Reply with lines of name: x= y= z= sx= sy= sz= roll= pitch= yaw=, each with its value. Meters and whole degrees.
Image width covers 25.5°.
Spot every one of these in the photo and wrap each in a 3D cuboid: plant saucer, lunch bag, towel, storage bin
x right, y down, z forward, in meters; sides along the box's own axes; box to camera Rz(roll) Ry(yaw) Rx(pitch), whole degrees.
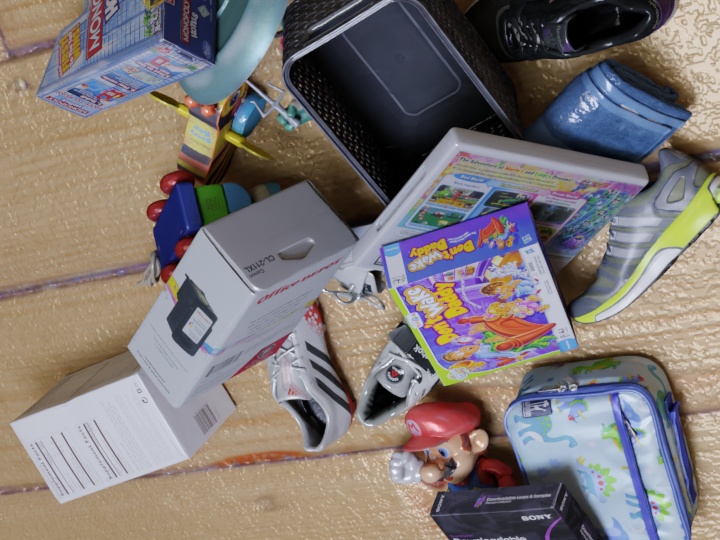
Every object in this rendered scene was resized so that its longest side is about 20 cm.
plant saucer: x=-0.121 y=-0.247 z=1.421 sx=0.027 sy=0.200 sz=0.200 roll=18 pitch=132 yaw=-31
lunch bag: x=0.238 y=0.184 z=1.536 sx=0.161 sy=0.082 sz=0.200 roll=-7 pitch=113 yaw=25
towel: x=0.185 y=-0.099 z=1.401 sx=0.112 sy=0.049 sz=0.200 roll=19 pitch=135 yaw=-33
storage bin: x=0.037 y=-0.158 z=1.351 sx=0.135 sy=0.094 sz=0.200 roll=-29 pitch=125 yaw=20

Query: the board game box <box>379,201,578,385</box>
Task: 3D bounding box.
board game box: x=0.110 y=0.026 z=1.427 sx=0.134 sy=0.045 sz=0.200 roll=-17 pitch=147 yaw=9

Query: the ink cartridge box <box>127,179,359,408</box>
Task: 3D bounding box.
ink cartridge box: x=-0.111 y=0.021 z=1.488 sx=0.083 sy=0.146 sz=0.200 roll=50 pitch=136 yaw=13

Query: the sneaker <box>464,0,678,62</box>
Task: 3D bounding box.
sneaker: x=0.164 y=-0.214 z=1.358 sx=0.200 sy=0.088 sz=0.076 roll=-10 pitch=111 yaw=29

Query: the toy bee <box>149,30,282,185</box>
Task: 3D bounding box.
toy bee: x=-0.145 y=-0.158 z=1.518 sx=0.131 sy=0.109 sz=0.200 roll=11 pitch=120 yaw=20

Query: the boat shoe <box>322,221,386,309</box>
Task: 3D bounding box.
boat shoe: x=0.003 y=-0.001 z=1.548 sx=0.202 sy=0.075 sz=0.086 roll=-13 pitch=92 yaw=23

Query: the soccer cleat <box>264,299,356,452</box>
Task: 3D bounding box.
soccer cleat: x=-0.067 y=0.092 z=1.623 sx=0.069 sy=0.085 sz=0.200 roll=-14 pitch=109 yaw=30

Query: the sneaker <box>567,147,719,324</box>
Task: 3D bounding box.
sneaker: x=0.250 y=-0.031 z=1.433 sx=0.081 sy=0.074 sz=0.200 roll=45 pitch=119 yaw=9

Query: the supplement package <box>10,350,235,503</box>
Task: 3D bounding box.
supplement package: x=-0.259 y=0.159 z=1.729 sx=0.200 sy=0.114 sz=0.110 roll=-22 pitch=104 yaw=33

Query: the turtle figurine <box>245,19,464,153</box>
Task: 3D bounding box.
turtle figurine: x=-0.007 y=-0.190 z=1.444 sx=0.200 sy=0.101 sz=0.150 roll=23 pitch=139 yaw=-6

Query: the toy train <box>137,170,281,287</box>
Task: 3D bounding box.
toy train: x=-0.152 y=-0.032 z=1.596 sx=0.200 sy=0.116 sz=0.085 roll=130 pitch=128 yaw=-63

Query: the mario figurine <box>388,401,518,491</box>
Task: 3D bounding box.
mario figurine: x=0.100 y=0.222 z=1.598 sx=0.123 sy=0.106 sz=0.200 roll=-29 pitch=107 yaw=12

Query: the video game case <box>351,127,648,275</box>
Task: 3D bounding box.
video game case: x=0.120 y=-0.047 z=1.383 sx=0.200 sy=0.024 sz=0.182 roll=9 pitch=142 yaw=-28

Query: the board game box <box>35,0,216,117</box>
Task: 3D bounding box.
board game box: x=-0.216 y=-0.235 z=1.457 sx=0.062 sy=0.200 sz=0.200 roll=24 pitch=142 yaw=-38

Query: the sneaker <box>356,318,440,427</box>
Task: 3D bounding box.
sneaker: x=0.059 y=0.084 z=1.562 sx=0.074 sy=0.089 sz=0.200 roll=35 pitch=123 yaw=7

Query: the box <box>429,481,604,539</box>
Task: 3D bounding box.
box: x=0.176 y=0.284 z=1.551 sx=0.143 sy=0.036 sz=0.200 roll=-11 pitch=127 yaw=37
